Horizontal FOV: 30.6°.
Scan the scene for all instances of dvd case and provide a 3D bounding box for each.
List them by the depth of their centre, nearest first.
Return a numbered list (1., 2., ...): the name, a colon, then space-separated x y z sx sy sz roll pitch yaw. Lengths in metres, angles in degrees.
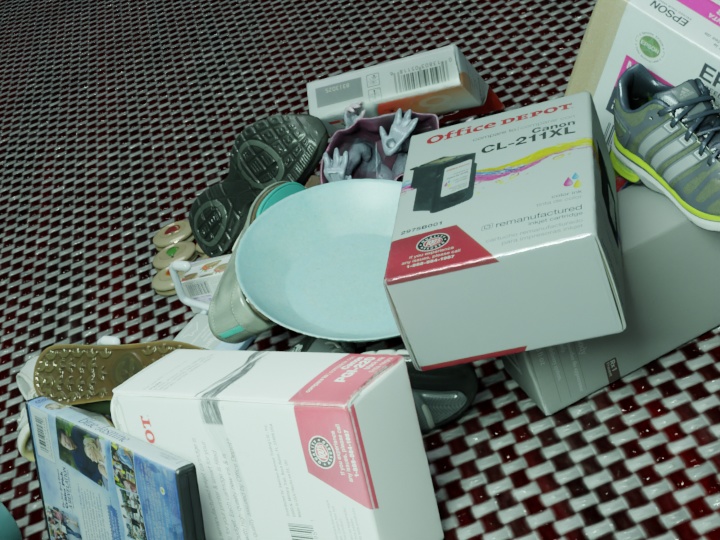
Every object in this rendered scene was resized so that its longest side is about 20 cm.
1. dvd case: -0.169 0.176 0.920 0.018 0.143 0.200 -19 22 -39

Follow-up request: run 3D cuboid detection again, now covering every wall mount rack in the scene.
1. wall mount rack: -0.126 0.061 1.159 0.174 0.075 0.200 13 43 27

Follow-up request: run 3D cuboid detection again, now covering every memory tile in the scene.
1. memory tile: -0.128 -0.041 1.393 0.200 0.017 0.153 -20 29 3

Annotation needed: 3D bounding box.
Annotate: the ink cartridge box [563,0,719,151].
1. ink cartridge box: 0.267 -0.132 1.039 0.200 0.165 0.075 38 58 20

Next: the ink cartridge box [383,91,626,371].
1. ink cartridge box: 0.103 -0.032 0.928 0.146 0.083 0.200 -13 32 16

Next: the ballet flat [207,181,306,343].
1. ballet flat: -0.090 -0.010 1.140 0.064 0.067 0.200 -31 23 28

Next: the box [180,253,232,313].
1. box: -0.075 -0.001 1.264 0.200 0.041 0.039 -13 29 19

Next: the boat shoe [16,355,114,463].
1. boat shoe: -0.265 0.133 1.130 0.069 0.071 0.200 -32 31 -21

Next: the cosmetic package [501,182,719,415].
1. cosmetic package: 0.196 0.009 0.989 0.200 0.107 0.090 -27 30 -6

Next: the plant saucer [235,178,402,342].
1. plant saucer: 0.000 0.000 1.066 0.201 0.039 0.201 -2 40 2

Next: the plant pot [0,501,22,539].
1. plant pot: -0.379 0.209 0.964 0.200 0.201 0.161 5 49 40

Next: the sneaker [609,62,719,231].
1. sneaker: 0.239 -0.089 0.935 0.074 0.081 0.200 -30 32 -17

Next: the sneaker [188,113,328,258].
1. sneaker: -0.088 -0.089 1.282 0.091 0.076 0.200 -17 -17 -47

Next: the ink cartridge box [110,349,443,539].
1. ink cartridge box: -0.058 0.134 0.898 0.200 0.146 0.085 -1 21 32

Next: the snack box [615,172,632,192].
1. snack box: 0.132 -0.031 1.143 0.200 0.068 0.169 3 38 41

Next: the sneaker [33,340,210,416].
1. sneaker: -0.153 0.091 1.048 0.200 0.067 0.090 4 -6 23

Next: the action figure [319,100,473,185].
1. action figure: 0.042 -0.088 1.252 0.134 0.149 0.200 4 -7 14

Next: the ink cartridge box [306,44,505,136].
1. ink cartridge box: 0.053 -0.164 1.375 0.162 0.200 0.050 -12 73 18

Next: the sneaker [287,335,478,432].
1. sneaker: 0.000 0.076 1.044 0.200 0.075 0.116 -12 27 19
